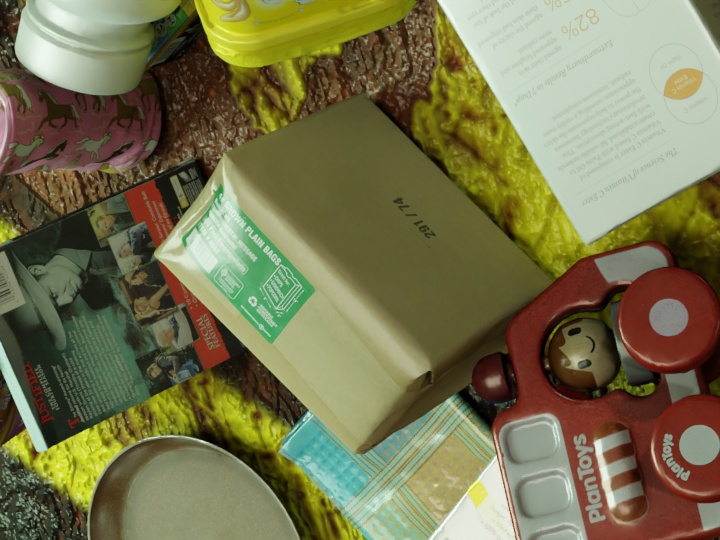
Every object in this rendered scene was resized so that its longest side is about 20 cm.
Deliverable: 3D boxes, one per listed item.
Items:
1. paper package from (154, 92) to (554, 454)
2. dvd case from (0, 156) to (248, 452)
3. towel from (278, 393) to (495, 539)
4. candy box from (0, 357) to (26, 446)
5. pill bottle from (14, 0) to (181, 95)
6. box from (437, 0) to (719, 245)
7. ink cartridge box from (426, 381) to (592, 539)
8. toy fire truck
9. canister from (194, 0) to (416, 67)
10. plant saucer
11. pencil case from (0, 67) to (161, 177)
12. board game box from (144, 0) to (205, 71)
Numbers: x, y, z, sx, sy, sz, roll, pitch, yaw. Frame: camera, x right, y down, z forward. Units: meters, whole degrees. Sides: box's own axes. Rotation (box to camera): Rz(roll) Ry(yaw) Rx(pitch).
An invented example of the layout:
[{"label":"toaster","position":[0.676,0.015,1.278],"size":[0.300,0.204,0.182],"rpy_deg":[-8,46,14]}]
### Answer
[{"label":"paper package","position":[0.000,0.000,1.601],"size":[0.200,0.191,0.104],"rpy_deg":[46,123,11]},{"label":"dvd case","position":[-0.172,0.022,1.713],"size":[0.022,0.200,0.146],"rpy_deg":[-15,100,56]},{"label":"towel","position":[0.045,0.151,1.730],"size":[0.200,0.022,0.147],"rpy_deg":[45,124,9]},{"label":"candy box","position":[-0.258,0.066,1.771],"size":[0.056,0.200,0.117],"rpy_deg":[31,120,12]},{"label":"pill bottle","position":[-0.164,-0.224,1.600],"size":[0.114,0.114,0.200],"rpy_deg":[29,119,19]},{"label":"box","position":[0.166,-0.145,1.500],"size":[0.152,0.106,0.200],"rpy_deg":[-30,91,35]},{"label":"ink cartridge box","position":[0.128,0.175,1.643],"size":[0.116,0.067,0.200],"rpy_deg":[40,109,9]},{"label":"toy fire truck","position":[0.160,0.089,1.535],"size":[0.168,0.112,0.200],"rpy_deg":[-15,77,8]},{"label":"canister","position":[-0.044,-0.236,1.525],"size":[0.200,0.148,0.087],"rpy_deg":[79,171,-54]},{"label":"plant saucer","position":[-0.118,0.215,1.844],"size":[0.200,0.032,0.201],"rpy_deg":[11,112,28]},{"label":"pencil case","position":[-0.220,-0.103,1.695],"size":[0.086,0.200,0.083],"rpy_deg":[3,98,30]},{"label":"board game box","position":[-0.133,-0.264,1.671],"size":[0.200,0.057,0.165],"rpy_deg":[-42,81,34]}]
